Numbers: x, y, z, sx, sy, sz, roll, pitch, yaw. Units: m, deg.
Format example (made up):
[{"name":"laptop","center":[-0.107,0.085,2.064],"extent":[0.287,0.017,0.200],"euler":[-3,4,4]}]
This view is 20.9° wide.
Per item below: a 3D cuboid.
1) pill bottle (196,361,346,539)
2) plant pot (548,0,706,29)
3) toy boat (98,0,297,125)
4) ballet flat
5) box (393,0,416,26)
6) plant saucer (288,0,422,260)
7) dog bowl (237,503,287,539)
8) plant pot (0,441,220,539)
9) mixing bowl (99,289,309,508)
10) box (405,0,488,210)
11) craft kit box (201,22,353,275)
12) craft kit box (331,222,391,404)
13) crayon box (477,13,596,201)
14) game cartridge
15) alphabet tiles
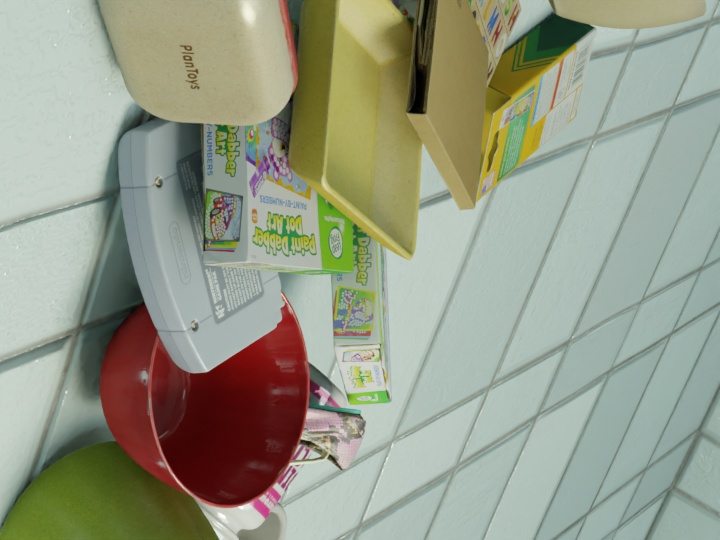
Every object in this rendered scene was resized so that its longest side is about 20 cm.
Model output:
[{"name":"pill bottle","center":[-0.112,0.170,1.832],"extent":[0.200,0.113,0.113],"euler":[-54,158,-11]},{"name":"plant pot","center":[0.235,-0.315,1.889],"extent":[0.134,0.201,0.200],"euler":[-22,156,4]},{"name":"toy boat","center":[-0.109,-0.202,1.389],"extent":[0.200,0.130,0.131],"euler":[82,14,-59]},{"name":"ballet flat","center":[-0.091,0.138,1.746],"extent":[0.069,0.199,0.072],"euler":[164,-59,-69]},{"name":"box","center":[0.055,-0.250,1.744],"extent":[0.041,0.039,0.200],"euler":[-48,156,-31]},{"name":"plant saucer","center":[-0.005,-0.129,1.586],"extent":[0.200,0.048,0.201],"euler":[38,53,-61]},{"name":"dog bowl","center":[-0.150,0.300,1.995],"extent":[0.200,0.059,0.201],"euler":[-46,156,-28]},{"name":"plant pot","center":[-0.178,0.271,1.634],"extent":[0.186,0.200,0.188],"euler":[-19,123,-32]},{"name":"mixing bowl","center":[-0.144,0.096,1.628],"extent":[0.200,0.108,0.201],"euler":[4,85,-52]},{"name":"box","center":[0.079,-0.166,1.713],"extent":[0.200,0.021,0.164],"euler":[56,38,-64]},{"name":"craft kit box","center":[-0.065,-0.098,1.557],"extent":[0.200,0.048,0.199],"euler":[5,86,-66]},{"name":"craft kit box","center":[0.000,0.000,1.752],"extent":[0.198,0.048,0.201],"euler":[87,1,-71]},{"name":"crayon box","center":[0.167,-0.176,2.064],"extent":[0.200,0.051,0.126],"euler":[-41,152,-39]},{"name":"game cartridge","center":[-0.127,-0.029,1.537],"extent":[0.133,0.040,0.201],"euler":[-34,117,-52]},{"name":"alphabet tiles","center":[0.124,-0.249,1.884],"extent":[0.168,0.008,0.200],"euler":[-66,164,-10]}]
